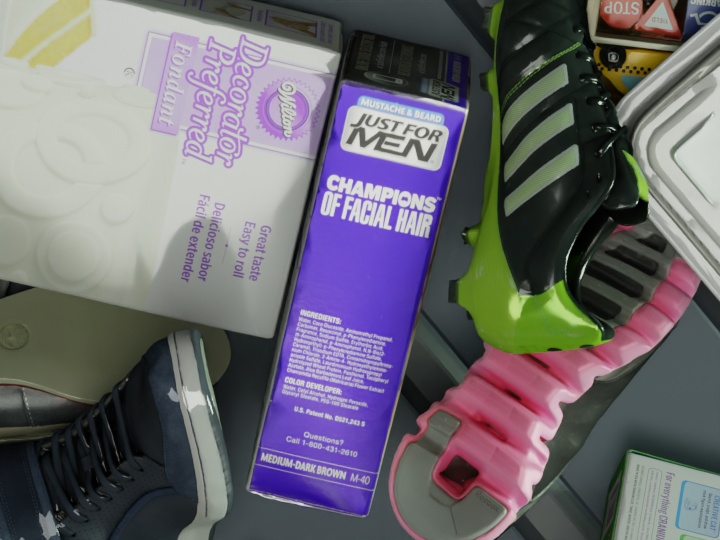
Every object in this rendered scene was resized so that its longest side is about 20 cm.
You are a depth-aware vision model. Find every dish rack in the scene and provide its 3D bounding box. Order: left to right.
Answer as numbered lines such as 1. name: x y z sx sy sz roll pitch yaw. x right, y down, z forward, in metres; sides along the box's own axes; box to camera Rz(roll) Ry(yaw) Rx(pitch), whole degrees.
1. dish rack: 0.229 -0.040 1.336 0.172 0.044 0.200 -40 100 8

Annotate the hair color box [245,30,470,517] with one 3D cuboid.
1. hair color box: 0.000 0.000 1.361 0.065 0.109 0.201 12 107 -1

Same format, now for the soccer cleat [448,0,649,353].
1. soccer cleat: 0.093 -0.060 1.319 0.081 0.068 0.201 4 81 21

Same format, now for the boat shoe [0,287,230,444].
1. boat shoe: -0.163 0.052 1.409 0.199 0.071 0.063 -4 144 -9

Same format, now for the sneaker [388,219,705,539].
1. sneaker: 0.091 0.055 1.395 0.079 0.095 0.200 39 83 21

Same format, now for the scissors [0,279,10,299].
1. scissors: -0.156 -0.074 1.399 0.073 0.014 0.200 30 106 -8

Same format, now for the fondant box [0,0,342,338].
1. fondant box: -0.120 -0.064 1.365 0.199 0.058 0.145 12 108 -5

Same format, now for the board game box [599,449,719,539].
1. board game box: 0.206 0.182 1.386 0.199 0.153 0.040 15 147 -1

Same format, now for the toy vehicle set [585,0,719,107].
1. toy vehicle set: 0.199 -0.088 1.367 0.199 0.027 0.125 7 106 1

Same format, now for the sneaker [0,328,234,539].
1. sneaker: -0.137 0.095 1.344 0.146 0.202 0.077 -8 65 -13
